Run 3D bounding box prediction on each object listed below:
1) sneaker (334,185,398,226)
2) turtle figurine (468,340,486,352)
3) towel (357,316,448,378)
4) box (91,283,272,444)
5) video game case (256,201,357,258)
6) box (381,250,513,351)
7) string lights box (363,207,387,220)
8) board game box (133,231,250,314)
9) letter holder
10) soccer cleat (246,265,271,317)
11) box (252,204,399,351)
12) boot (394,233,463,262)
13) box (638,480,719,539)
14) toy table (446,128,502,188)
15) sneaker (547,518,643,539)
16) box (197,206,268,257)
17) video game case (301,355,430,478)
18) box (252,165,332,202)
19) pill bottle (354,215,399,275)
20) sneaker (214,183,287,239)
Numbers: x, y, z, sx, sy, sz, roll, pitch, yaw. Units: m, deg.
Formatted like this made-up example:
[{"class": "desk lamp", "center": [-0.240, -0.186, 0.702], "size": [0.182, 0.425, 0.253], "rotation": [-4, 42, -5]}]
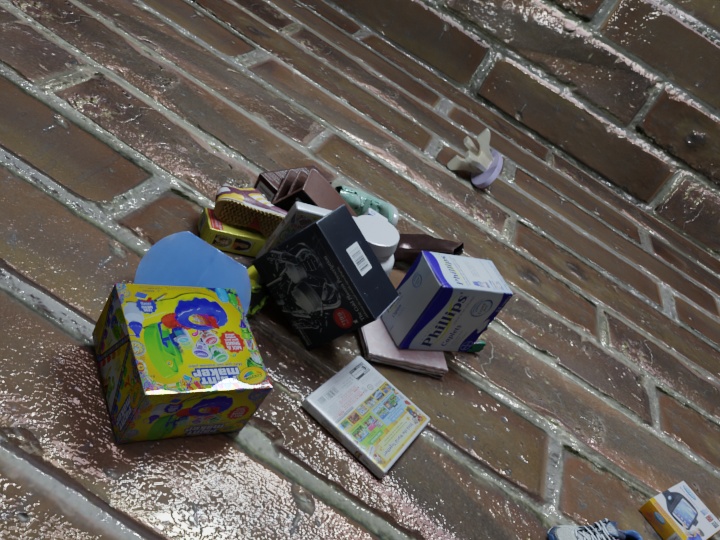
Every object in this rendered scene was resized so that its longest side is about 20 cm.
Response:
[{"class": "sneaker", "center": [0.003, -0.153, 1.762], "size": [0.117, 0.075, 0.200], "rotation": [13, 14, -37]}, {"class": "turtle figurine", "center": [0.233, 0.085, 1.649], "size": [0.201, 0.100, 0.150], "rotation": [-109, 173, -45]}, {"class": "towel", "center": [0.078, 0.132, 1.493], "size": [0.198, 0.032, 0.192], "rotation": [17, 35, -26]}, {"class": "box", "center": [-0.267, 0.134, 1.059], "size": [0.198, 0.122, 0.194], "rotation": [4, 46, -40]}, {"class": "video game case", "center": [-0.084, -0.053, 1.442], "size": [0.198, 0.182, 0.023], "rotation": [12, 49, -31]}, {"class": "box", "center": [0.174, 0.068, 1.460], "size": [0.198, 0.185, 0.106], "rotation": [6, 41, -34]}, {"class": "string lights box", "center": [0.014, -0.043, 1.609], "size": [0.059, 0.103, 0.201], "rotation": [29, 30, -19]}, {"class": "board game box", "center": [-0.289, 0.033, 1.230], "size": [0.199, 0.039, 0.159], "rotation": [33, 68, -15]}, {"class": "letter holder", "center": [-0.078, -0.131, 1.550], "size": [0.200, 0.100, 0.143], "rotation": [47, 40, -27]}, {"class": "soccer cleat", "center": [-0.210, 0.035, 1.347], "size": [0.083, 0.065, 0.200], "rotation": [4, 26, 31]}, {"class": "box", "center": [-0.064, 0.017, 1.304], "size": [0.201, 0.181, 0.104], "rotation": [58, 38, -6]}, {"class": "boot", "center": [0.146, -0.056, 1.717], "size": [0.164, 0.073, 0.199], "rotation": [4, 10, 27]}, {"class": "box", "center": [0.681, 0.517, 1.500], "size": [0.198, 0.042, 0.119], "rotation": [-4, 46, -43]}, {"class": "toy table", "center": [0.395, -0.375, 2.401], "size": [0.117, 0.184, 0.200], "rotation": [40, 15, -18]}, {"class": "sneaker", "center": [0.419, 0.475, 1.267], "size": [0.198, 0.086, 0.077], "rotation": [16, 34, -26]}, {"class": "box", "center": [-0.232, -0.071, 1.472], "size": [0.198, 0.050, 0.076], "rotation": [12, 36, -31]}, {"class": "video game case", "center": [0.015, 0.253, 1.268], "size": [0.182, 0.023, 0.200], "rotation": [40, 30, 12]}, {"class": "box", "center": [-0.164, -0.176, 1.640], "size": [0.075, 0.101, 0.199], "rotation": [44, 31, 19]}, {"class": "pill bottle", "center": [0.000, 0.000, 1.396], "size": [0.112, 0.201, 0.114], "rotation": [14, 36, -10]}, {"class": "sneaker", "center": [-0.198, -0.122, 1.454], "size": [0.198, 0.075, 0.091], "rotation": [23, 36, -19]}]
